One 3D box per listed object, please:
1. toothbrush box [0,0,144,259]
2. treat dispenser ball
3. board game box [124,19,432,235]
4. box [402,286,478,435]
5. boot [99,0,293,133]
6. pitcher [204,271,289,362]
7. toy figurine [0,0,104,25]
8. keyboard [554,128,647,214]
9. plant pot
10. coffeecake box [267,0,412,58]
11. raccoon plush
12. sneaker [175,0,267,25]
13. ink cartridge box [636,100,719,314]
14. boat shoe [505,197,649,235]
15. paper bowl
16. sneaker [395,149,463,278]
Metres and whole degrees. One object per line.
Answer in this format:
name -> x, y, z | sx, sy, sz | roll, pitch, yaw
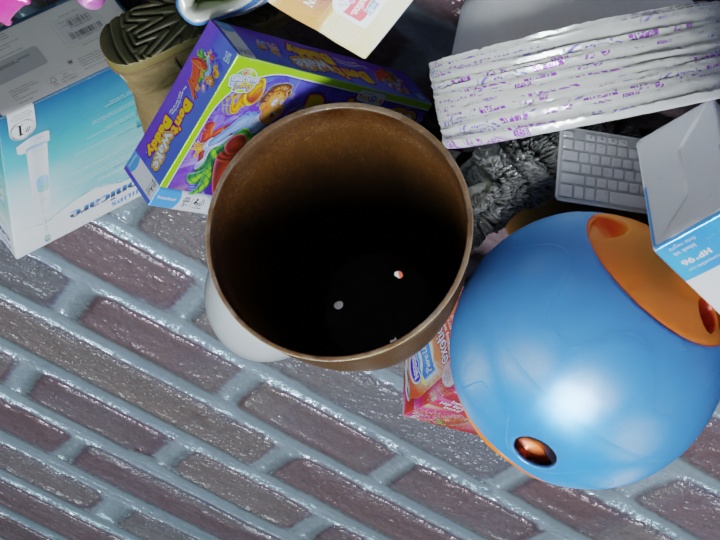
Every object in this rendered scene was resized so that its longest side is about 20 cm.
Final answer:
toothbrush box -> -0.252, -0.121, 1.311 | 0.085, 0.146, 0.200 | 49, 155, 23
treat dispenser ball -> 0.164, 0.057, 1.137 | 0.200, 0.201, 0.201 | 14, 147, 10
board game box -> -0.059, -0.101, 1.172 | 0.200, 0.045, 0.135 | 7, 126, -45
box -> 0.144, 0.095, 1.416 | 0.200, 0.100, 0.095 | 16, 153, -28
boot -> -0.107, -0.161, 1.259 | 0.175, 0.066, 0.200 | -18, 157, 3
pitcher -> -0.090, -0.018, 1.433 | 0.172, 0.121, 0.200 | 46, 145, 13
toy figurine -> -0.204, -0.243, 1.089 | 0.200, 0.184, 0.150 | 25, 147, -8
keyboard -> 0.240, -0.065, 1.170 | 0.199, 0.056, 0.011 | 8, 164, -12
plant pot -> 0.000, 0.000, 1.166 | 0.186, 0.187, 0.200 | 12, 166, 13
coffeecake box -> 0.034, -0.251, 0.930 | 0.073, 0.200, 0.154 | 28, 146, -12
raccoon plush -> 0.152, -0.073, 1.179 | 0.199, 0.134, 0.097 | 3, 139, 20
sneaker -> -0.050, -0.231, 1.082 | 0.200, 0.077, 0.076 | -38, 101, 30
ink cartridge box -> 0.283, -0.012, 1.109 | 0.068, 0.116, 0.200 | -31, 125, 29
boat shoe -> 0.216, -0.038, 1.262 | 0.200, 0.071, 0.070 | 5, -176, 33
paper bowl -> 0.144, -0.148, 1.054 | 0.200, 0.200, 0.105 | -8, 97, 37
sneaker -> 0.069, -0.037, 1.341 | 0.082, 0.077, 0.200 | 1, 145, 14
